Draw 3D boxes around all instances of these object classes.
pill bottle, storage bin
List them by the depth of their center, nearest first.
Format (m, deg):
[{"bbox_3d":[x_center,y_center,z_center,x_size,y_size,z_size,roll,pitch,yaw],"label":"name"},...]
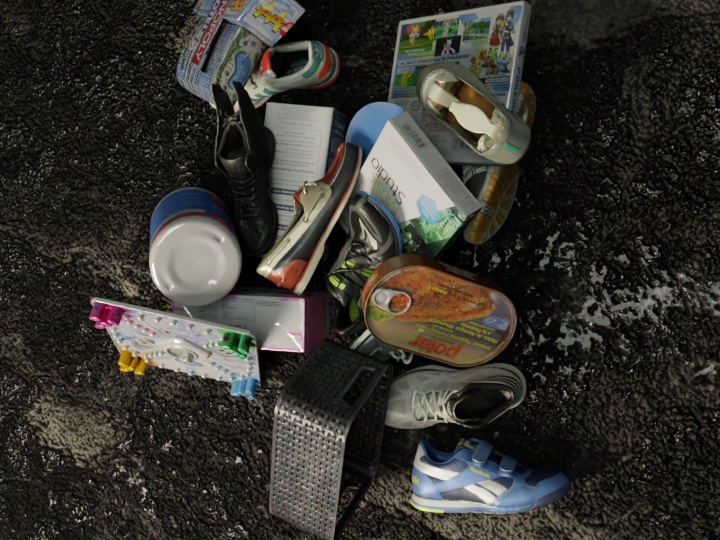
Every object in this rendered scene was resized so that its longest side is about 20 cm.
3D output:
[{"bbox_3d":[-0.036,0.203,0.914,0.092,0.135,0.204,18,124,18],"label":"storage bin"},{"bbox_3d":[-0.215,-0.042,0.979,0.110,0.200,0.115,-5,113,-13],"label":"pill bottle"}]

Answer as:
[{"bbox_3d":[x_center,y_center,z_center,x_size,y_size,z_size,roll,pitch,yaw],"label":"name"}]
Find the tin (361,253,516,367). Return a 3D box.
[{"bbox_3d":[0.093,0.049,0.905,0.197,0.042,0.114,19,110,-22],"label":"tin"}]

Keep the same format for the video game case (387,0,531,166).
[{"bbox_3d":[0.110,-0.222,0.932,0.198,0.022,0.187,10,91,47],"label":"video game case"}]

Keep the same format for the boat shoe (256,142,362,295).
[{"bbox_3d":[-0.059,-0.072,0.938,0.062,0.071,0.203,27,84,-10],"label":"boat shoe"}]

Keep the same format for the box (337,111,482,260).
[{"bbox_3d":[0.050,-0.070,0.920,0.145,0.036,0.201,53,147,14],"label":"box"}]

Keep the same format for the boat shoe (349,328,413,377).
[{"bbox_3d":[0.049,0.084,0.960,0.200,0.073,0.062,-44,76,5],"label":"boat shoe"}]

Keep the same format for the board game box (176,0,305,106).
[{"bbox_3d":[-0.160,-0.316,0.987,0.199,0.061,0.203,32,94,53],"label":"board game box"}]

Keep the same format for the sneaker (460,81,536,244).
[{"bbox_3d":[0.151,-0.135,0.944,0.086,0.075,0.204,17,89,32],"label":"sneaker"}]

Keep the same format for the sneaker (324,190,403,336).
[{"bbox_3d":[0.000,0.000,0.930,0.070,0.082,0.203,35,134,34],"label":"sneaker"}]

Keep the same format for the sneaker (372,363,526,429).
[{"bbox_3d":[0.096,0.153,0.918,0.196,0.115,0.077,-13,84,17],"label":"sneaker"}]

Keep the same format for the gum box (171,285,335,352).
[{"bbox_3d":[-0.142,0.059,0.998,0.196,0.113,0.068,2,94,18],"label":"gum box"}]

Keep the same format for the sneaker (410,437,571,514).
[{"bbox_3d":[0.152,0.245,0.920,0.196,0.074,0.084,-5,84,17],"label":"sneaker"}]

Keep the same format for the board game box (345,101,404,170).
[{"bbox_3d":[0.057,-0.113,0.950,0.203,0.039,0.158,60,148,3],"label":"board game box"}]

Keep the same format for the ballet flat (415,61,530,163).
[{"bbox_3d":[0.112,-0.189,0.863,0.200,0.063,0.068,48,118,39],"label":"ballet flat"}]

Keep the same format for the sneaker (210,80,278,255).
[{"bbox_3d":[-0.148,-0.123,0.951,0.059,0.104,0.205,0,88,18],"label":"sneaker"}]

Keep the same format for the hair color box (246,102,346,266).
[{"bbox_3d":[-0.084,-0.113,1.016,0.098,0.060,0.205,8,90,18],"label":"hair color box"}]

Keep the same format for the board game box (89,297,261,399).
[{"bbox_3d":[-0.226,0.105,0.962,0.195,0.201,0.026,13,63,1],"label":"board game box"}]

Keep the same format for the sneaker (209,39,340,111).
[{"bbox_3d":[-0.130,-0.267,1.019,0.196,0.093,0.072,-10,85,17],"label":"sneaker"}]
